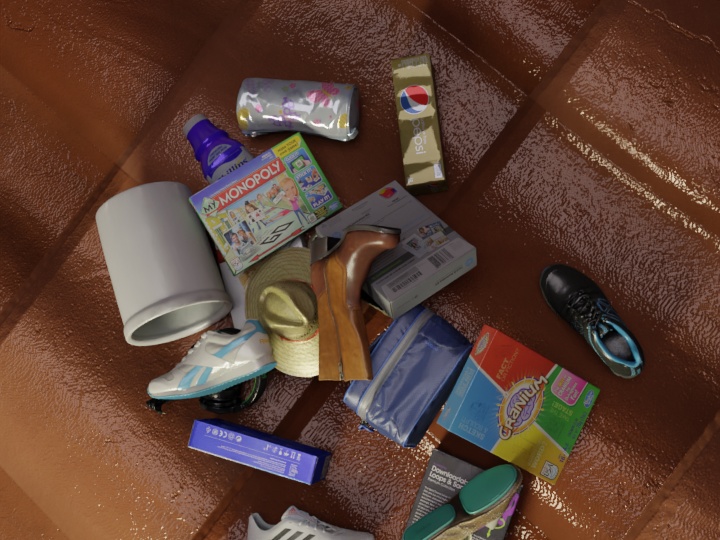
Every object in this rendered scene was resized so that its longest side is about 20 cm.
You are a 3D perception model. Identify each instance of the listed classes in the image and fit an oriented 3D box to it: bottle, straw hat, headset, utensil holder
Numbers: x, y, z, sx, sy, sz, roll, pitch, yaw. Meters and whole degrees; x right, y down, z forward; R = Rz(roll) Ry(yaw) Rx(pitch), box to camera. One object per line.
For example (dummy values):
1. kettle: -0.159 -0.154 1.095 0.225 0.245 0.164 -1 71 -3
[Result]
1. bottle: -0.209 -0.164 1.433 0.083 0.065 0.201 -38 76 -4
2. straw hat: -0.103 0.058 1.316 0.197 0.085 0.206 -2 84 19
3. headset: -0.234 0.166 1.367 0.198 0.094 0.126 -24 87 29
4. utensil holder: -0.304 -0.011 1.379 0.167 0.170 0.203 -22 75 7

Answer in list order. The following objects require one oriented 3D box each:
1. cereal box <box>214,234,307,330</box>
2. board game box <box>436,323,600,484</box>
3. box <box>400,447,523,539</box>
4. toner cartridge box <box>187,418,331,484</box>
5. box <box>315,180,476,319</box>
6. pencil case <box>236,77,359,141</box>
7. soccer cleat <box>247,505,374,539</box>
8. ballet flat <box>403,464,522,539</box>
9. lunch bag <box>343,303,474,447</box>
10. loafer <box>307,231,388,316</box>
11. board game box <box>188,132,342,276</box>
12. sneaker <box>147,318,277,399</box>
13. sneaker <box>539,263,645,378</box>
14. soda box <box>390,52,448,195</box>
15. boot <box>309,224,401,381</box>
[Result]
1. cereal box: -0.139 0.030 1.403 0.141 0.039 0.204 -18 79 10
2. board game box: 0.223 0.190 1.257 0.198 0.040 0.155 28 87 -21
3. box: 0.138 0.379 1.301 0.141 0.036 0.204 20 87 13
4. toner cartridge box: -0.149 0.269 1.342 0.196 0.095 0.044 14 84 13
5. box: 0.049 -0.036 1.308 0.154 0.042 0.200 -31 50 -18
6. pencil case: -0.098 -0.254 1.416 0.195 0.083 0.093 4 67 10
7. soccer cleat: -0.077 0.390 1.325 0.196 0.069 0.087 -9 84 14
8. ballet flat: 0.151 0.345 1.258 0.198 0.071 0.066 -34 118 10
9. lunch bag: 0.063 0.153 1.296 0.131 0.136 0.201 35 87 17
10. loafer: 0.000 0.000 1.364 0.198 0.068 0.076 34 94 13
11. board game box: -0.143 -0.102 1.368 0.198 0.029 0.136 -33 92 -13
12. sneaker: -0.221 0.135 1.306 0.196 0.076 0.082 -20 80 8
13. sneaker: 0.337 0.065 1.286 0.073 0.082 0.200 -43 75 3
14. soda box: 0.092 -0.225 1.383 0.063 0.068 0.205 -7 80 9
15. boot: -0.006 0.047 1.210 0.186 0.068 0.205 -14 76 44
